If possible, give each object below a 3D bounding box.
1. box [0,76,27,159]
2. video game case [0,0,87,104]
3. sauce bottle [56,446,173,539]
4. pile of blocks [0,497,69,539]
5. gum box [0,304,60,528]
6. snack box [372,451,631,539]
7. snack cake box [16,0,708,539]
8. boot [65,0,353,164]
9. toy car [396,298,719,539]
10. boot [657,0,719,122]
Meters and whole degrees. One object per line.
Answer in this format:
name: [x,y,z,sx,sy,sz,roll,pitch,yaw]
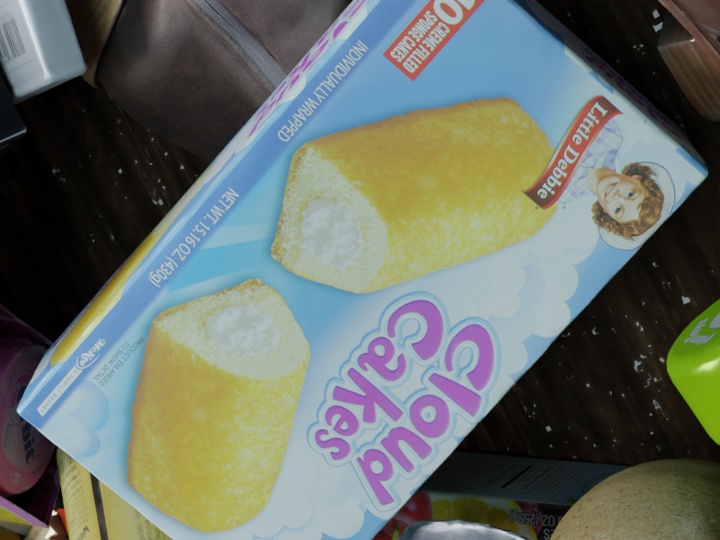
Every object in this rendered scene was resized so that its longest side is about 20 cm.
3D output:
box: [-0.211,-0.108,0.809,0.141,0.079,0.201,-26,90,61]
video game case: [-0.158,-0.153,0.796,0.143,0.018,0.201,-9,100,63]
sauce bottle: [-0.065,0.131,0.784,0.065,0.065,0.201,-31,56,30]
pile of blocks: [-0.098,0.135,0.843,0.200,0.082,0.062,41,115,13]
gum box: [-0.190,0.028,0.777,0.113,0.200,0.066,6,72,20]
snack box: [0.039,0.167,0.795,0.142,0.053,0.201,3,103,28]
snack cake box: [0.000,0.000,0.716,0.115,0.067,0.200,40,101,-8]
boot: [-0.014,-0.115,0.753,0.166,0.072,0.200,43,120,3]
toy car: [0.112,0.091,0.682,0.200,0.158,0.165,-30,97,34]
boot: [0.159,-0.113,0.611,0.199,0.186,0.064,-7,60,32]
